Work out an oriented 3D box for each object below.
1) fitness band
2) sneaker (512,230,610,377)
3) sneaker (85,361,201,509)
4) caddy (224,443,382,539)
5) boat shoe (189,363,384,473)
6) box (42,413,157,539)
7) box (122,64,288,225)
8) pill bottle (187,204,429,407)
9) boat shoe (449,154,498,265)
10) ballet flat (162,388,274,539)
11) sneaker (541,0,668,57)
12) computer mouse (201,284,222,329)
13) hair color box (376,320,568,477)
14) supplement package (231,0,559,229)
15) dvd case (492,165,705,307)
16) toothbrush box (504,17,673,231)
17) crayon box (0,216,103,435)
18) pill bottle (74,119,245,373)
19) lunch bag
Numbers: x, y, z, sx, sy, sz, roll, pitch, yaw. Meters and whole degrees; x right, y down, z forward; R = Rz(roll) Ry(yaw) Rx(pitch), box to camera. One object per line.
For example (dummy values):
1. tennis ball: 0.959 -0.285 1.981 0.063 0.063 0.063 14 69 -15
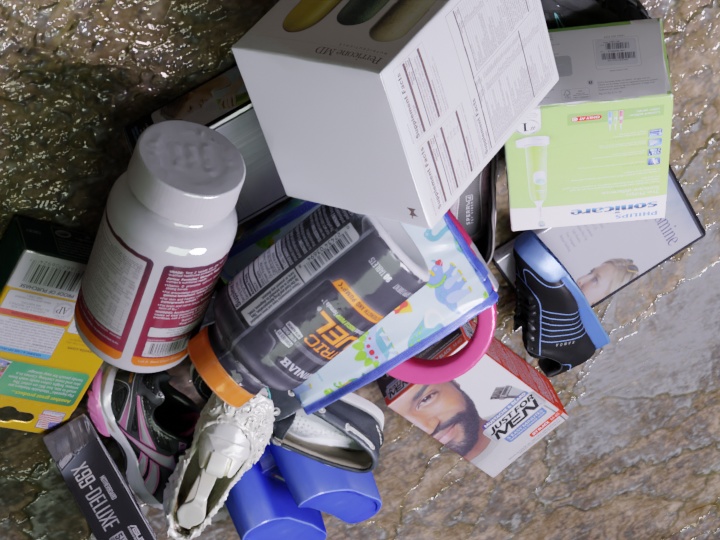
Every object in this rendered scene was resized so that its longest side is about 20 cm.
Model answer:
1. fitness band: 0.043 0.012 1.643 0.143 0.037 0.201 -32 99 15
2. sneaker: 0.184 0.039 1.760 0.078 0.070 0.200 -36 136 2
3. sneaker: -0.185 0.163 1.697 0.086 0.081 0.200 -4 142 24
4. caddy: -0.066 0.209 1.791 0.141 0.106 0.200 -28 157 13
5. boat shoe: -0.067 0.133 1.660 0.198 0.061 0.076 18 131 -13
6. box: -0.226 0.248 1.688 0.050 0.158 0.200 -29 151 -9
7. box: -0.089 -0.116 1.523 0.199 0.060 0.117 -28 135 1
8. pill bottle: -0.048 0.027 1.461 0.200 0.107 0.106 -39 135 11
9. boat shoe: 0.101 -0.085 1.642 0.066 0.057 0.201 -18 135 -9
10. ballet flat: -0.133 0.183 1.638 0.071 0.072 0.201 4 133 -28
11. sneaker: 0.198 -0.219 1.569 0.079 0.076 0.199 -34 133 30
12. computer mouse: -0.139 0.082 1.691 0.140 0.046 0.200 -25 126 27
13. hair color box: 0.115 0.127 1.840 0.111 0.064 0.200 -40 133 15
14. supplement package: 0.032 -0.164 1.397 0.200 0.151 0.151 -49 136 -32
15. dvd case: 0.243 -0.026 1.790 0.199 0.018 0.143 -33 135 6
16. toothbrush box: 0.198 -0.125 1.571 0.144 0.087 0.200 -5 149 5
17. crayon box: -0.290 0.053 1.592 0.125 0.052 0.201 14 122 -34
18. pill bottle: -0.164 -0.019 1.458 0.109 0.110 0.201 2 135 -26
19. lunch bag: 0.000 0.000 1.562 0.199 0.127 0.171 -30 98 26
